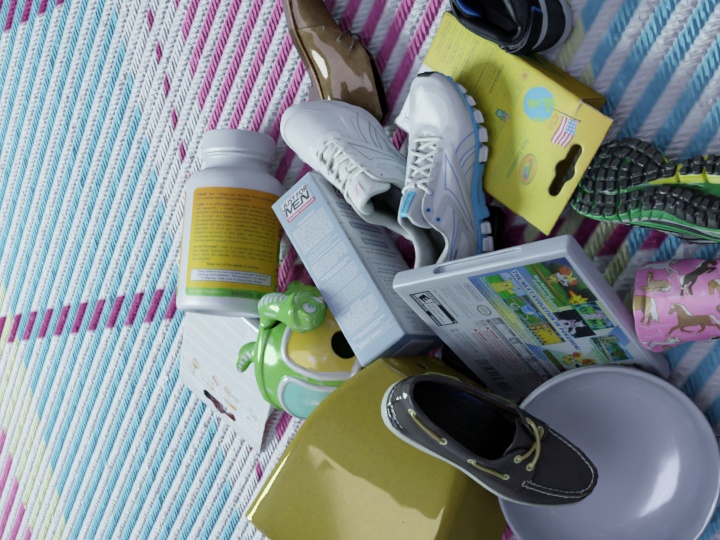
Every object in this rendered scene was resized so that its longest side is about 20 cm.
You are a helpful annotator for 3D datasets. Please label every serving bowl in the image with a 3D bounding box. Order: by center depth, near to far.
[{"bbox_3d":[0.223,0.178,0.906,0.200,0.066,0.201,1,100,6],"label":"serving bowl"}]

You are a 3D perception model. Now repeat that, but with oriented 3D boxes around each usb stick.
[{"bbox_3d":[0.113,0.029,1.000,0.055,0.033,0.200,12,108,27],"label":"usb stick"}]

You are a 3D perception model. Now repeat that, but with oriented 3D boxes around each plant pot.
[{"bbox_3d":[0.048,0.194,0.954,0.194,0.195,0.200,31,102,27],"label":"plant pot"}]

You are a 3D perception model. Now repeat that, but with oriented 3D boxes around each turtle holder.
[{"bbox_3d":[-0.040,0.079,1.051,0.132,0.141,0.186,18,125,31],"label":"turtle holder"}]

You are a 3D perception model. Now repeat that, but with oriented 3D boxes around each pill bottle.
[{"bbox_3d":[-0.143,-0.051,1.101,0.111,0.111,0.201,-2,81,37],"label":"pill bottle"}]

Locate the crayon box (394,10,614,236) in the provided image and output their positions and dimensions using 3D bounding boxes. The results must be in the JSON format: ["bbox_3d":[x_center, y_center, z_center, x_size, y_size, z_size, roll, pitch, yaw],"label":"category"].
[{"bbox_3d":[0.138,-0.139,0.920,0.200,0.051,0.127,42,123,26],"label":"crayon box"}]

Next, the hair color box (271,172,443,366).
[{"bbox_3d":[0.000,0.000,1.008,0.061,0.099,0.200,-39,67,22],"label":"hair color box"}]

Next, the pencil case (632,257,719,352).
[{"bbox_3d":[0.326,0.021,0.803,0.200,0.087,0.083,-9,119,38],"label":"pencil case"}]

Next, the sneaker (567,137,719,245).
[{"bbox_3d":[0.263,-0.055,0.838,0.200,0.085,0.078,21,78,48],"label":"sneaker"}]

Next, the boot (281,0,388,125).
[{"bbox_3d":[-0.026,-0.235,1.022,0.075,0.074,0.200,-15,100,25],"label":"boot"}]

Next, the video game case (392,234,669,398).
[{"bbox_3d":[0.157,0.051,0.901,0.182,0.022,0.200,-13,135,38],"label":"video game case"}]

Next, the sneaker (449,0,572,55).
[{"bbox_3d":[0.100,-0.277,0.880,0.200,0.112,0.073,50,124,16],"label":"sneaker"}]

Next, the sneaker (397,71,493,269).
[{"bbox_3d":[0.069,-0.080,0.903,0.075,0.087,0.200,3,108,48],"label":"sneaker"}]

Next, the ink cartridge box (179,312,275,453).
[{"bbox_3d":[-0.151,0.110,1.223,0.162,0.050,0.200,38,138,23],"label":"ink cartridge box"}]

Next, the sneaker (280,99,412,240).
[{"bbox_3d":[0.002,-0.100,0.975,0.200,0.099,0.078,32,117,2],"label":"sneaker"}]

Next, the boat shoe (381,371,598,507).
[{"bbox_3d":[0.116,0.145,0.830,0.201,0.072,0.061,24,157,-7],"label":"boat shoe"}]
